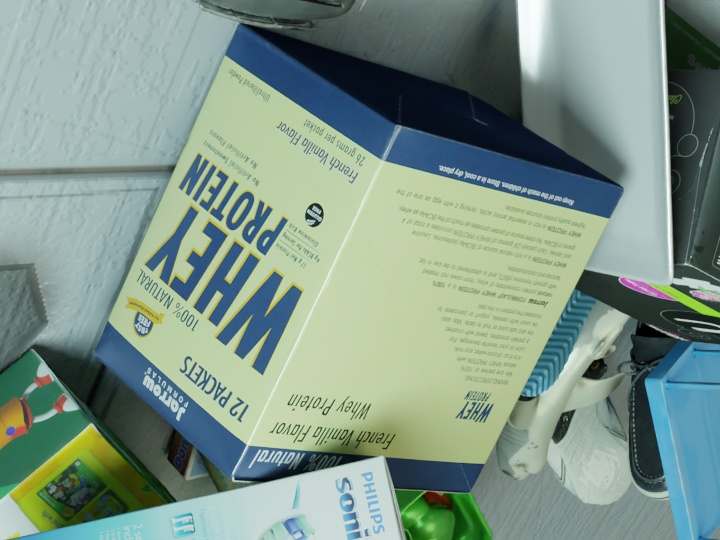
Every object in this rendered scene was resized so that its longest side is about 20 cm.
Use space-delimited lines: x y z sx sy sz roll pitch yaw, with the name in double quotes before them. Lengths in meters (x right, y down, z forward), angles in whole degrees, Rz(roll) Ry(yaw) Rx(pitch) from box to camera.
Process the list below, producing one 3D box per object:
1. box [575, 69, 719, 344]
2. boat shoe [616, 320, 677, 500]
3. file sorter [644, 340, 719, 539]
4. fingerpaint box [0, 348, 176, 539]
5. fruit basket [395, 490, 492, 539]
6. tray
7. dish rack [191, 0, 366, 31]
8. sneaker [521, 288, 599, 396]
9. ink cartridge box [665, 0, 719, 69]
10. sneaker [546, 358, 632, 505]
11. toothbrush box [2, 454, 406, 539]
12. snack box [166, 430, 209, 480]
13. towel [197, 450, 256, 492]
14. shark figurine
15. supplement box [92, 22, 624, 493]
"box" 0.214 -0.034 1.157 0.200 0.148 0.124 23 78 -41
"boat shoe" 0.227 0.067 1.364 0.062 0.075 0.200 22 78 -47
"file sorter" 0.306 0.093 1.310 0.200 0.123 0.139 -39 121 -47
"fingerpaint box" -0.196 0.161 1.075 0.167 0.073 0.200 -40 146 -6
"fruit basket" 0.006 0.222 1.241 0.216 0.216 0.156 -38 146 -8
"tray" 0.135 -0.096 1.039 0.022 0.107 0.200 -18 112 -38
"dish rack" -0.002 -0.198 0.899 0.153 0.055 0.200 4 125 -47
"sneaker" 0.124 -0.003 1.231 0.200 0.081 0.077 -49 121 -28
"ink cartridge box" 0.277 -0.209 1.150 0.145 0.084 0.200 -23 142 -28
"sneaker" 0.151 0.096 1.383 0.072 0.072 0.200 -33 131 -12
"toothbrush box" -0.070 0.174 0.980 0.200 0.085 0.146 -12 159 0
"snack box" -0.030 0.083 1.206 0.200 0.024 0.072 -11 134 -39
"towel" -0.044 0.067 1.142 0.147 0.022 0.200 -37 138 -18
"shark figurine" 0.140 0.039 1.274 0.214 0.090 0.128 -50 149 5
"supplement box" 0.000 0.000 1.013 0.200 0.134 0.200 10 110 -47
